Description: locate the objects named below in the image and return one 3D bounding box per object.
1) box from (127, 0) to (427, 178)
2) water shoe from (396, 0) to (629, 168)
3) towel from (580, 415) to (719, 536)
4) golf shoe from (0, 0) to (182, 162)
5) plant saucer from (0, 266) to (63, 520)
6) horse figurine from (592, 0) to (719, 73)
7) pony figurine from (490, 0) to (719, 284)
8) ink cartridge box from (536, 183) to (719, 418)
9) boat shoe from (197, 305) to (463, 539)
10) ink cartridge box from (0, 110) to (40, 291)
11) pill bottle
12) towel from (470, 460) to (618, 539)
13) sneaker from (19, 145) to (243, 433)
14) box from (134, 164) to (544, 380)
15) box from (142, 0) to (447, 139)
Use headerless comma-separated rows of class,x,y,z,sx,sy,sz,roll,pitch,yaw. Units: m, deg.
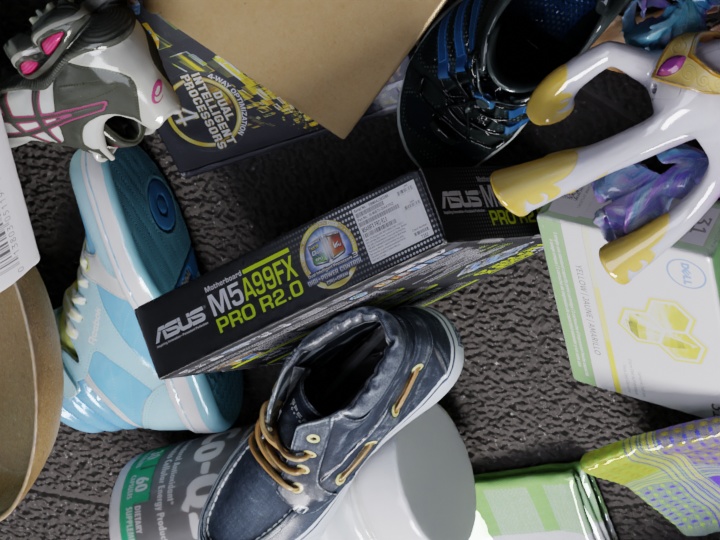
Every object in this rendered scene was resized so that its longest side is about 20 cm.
box,-0.068,-0.162,1.530,0.161,0.049,0.200,-16,115,22
water shoe,0.070,-0.110,1.441,0.071,0.079,0.200,37,129,-2
towel,0.238,0.109,1.576,0.199,0.023,0.144,-12,153,26
golf shoe,-0.162,-0.090,1.544,0.088,0.077,0.200,51,156,-4
plant saucer,-0.223,0.049,1.668,0.200,0.035,0.201,19,114,54
horse figurine,0.126,-0.158,1.469,0.200,0.050,0.133,32,124,-3
pony figurine,0.186,-0.073,1.392,0.200,0.167,0.193,-32,143,23
ink cartridge box,0.202,0.024,1.513,0.199,0.048,0.146,16,145,26
boat shoe,-0.035,0.091,1.558,0.200,0.091,0.071,-47,67,14
ink cartridge box,-0.267,-0.090,1.573,0.200,0.050,0.161,25,138,41
pill bottle,-0.039,0.141,1.673,0.199,0.113,0.113,-17,115,28
towel,0.100,0.211,1.727,0.149,0.031,0.200,-11,117,23
sneaker,-0.160,0.018,1.658,0.130,0.080,0.200,-9,117,22
box,0.000,0.000,1.546,0.200,0.160,0.044,-26,80,30
box,-0.022,-0.184,1.462,0.163,0.021,0.200,34,122,-6
